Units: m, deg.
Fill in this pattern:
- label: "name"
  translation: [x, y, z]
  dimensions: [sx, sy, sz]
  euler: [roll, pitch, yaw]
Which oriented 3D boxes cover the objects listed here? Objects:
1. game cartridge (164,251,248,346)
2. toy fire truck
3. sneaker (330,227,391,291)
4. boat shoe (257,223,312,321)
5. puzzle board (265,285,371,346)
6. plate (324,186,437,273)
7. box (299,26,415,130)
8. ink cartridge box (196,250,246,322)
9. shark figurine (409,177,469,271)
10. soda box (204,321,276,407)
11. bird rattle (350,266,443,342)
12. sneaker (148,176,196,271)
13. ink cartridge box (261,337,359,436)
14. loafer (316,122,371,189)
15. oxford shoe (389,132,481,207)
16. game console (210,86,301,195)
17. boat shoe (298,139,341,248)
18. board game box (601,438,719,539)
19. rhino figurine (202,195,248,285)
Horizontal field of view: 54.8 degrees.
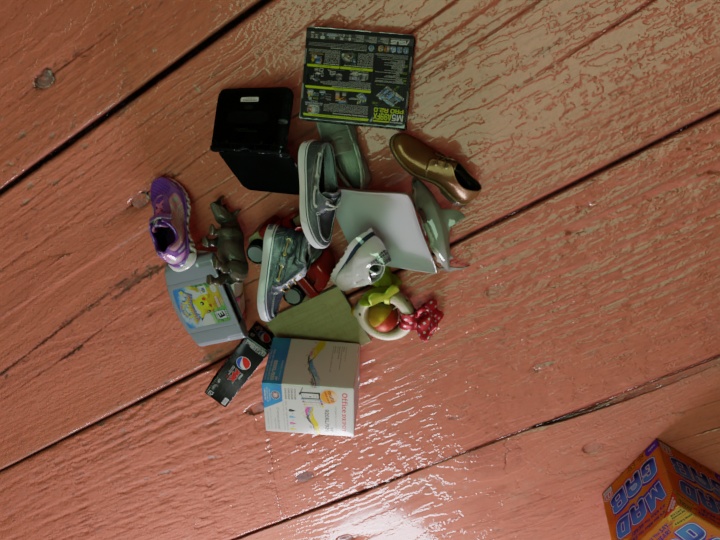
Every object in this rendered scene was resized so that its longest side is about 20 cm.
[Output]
- label: "game cartridge"
  translation: [-0.329, 0.065, 1.462]
  dimensions: [0.131, 0.041, 0.203]
  euler: [-11, 114, 20]
- label: "toy fire truck"
  translation: [-0.101, -0.057, 1.403]
  dimensions: [0.198, 0.129, 0.177]
  euler: [-31, 108, 32]
- label: "sneaker"
  translation: [0.000, 0.000, 1.366]
  dimensions: [0.081, 0.076, 0.201]
  euler: [46, 151, 8]
- label: "boat shoe"
  translation: [-0.146, 0.014, 1.344]
  dimensions: [0.089, 0.071, 0.204]
  euler: [11, 114, 7]
- label: "puzzle board"
  translation: [-0.094, 0.130, 1.538]
  dimensions: [0.197, 0.017, 0.152]
  euler: [-24, 110, 21]
- label: "plate"
  translation: [0.043, -0.085, 1.327]
  dimensions: [0.197, 0.033, 0.201]
  euler: [10, 141, 35]
- label: "box"
  translation: [-0.006, -0.344, 1.247]
  dimensions: [0.195, 0.044, 0.164]
  euler: [6, 98, 7]
- label: "ink cartridge box"
  translation: [-0.315, 0.037, 1.503]
  dimensions: [0.114, 0.068, 0.204]
  euler: [5, 118, 8]
- label: "shark figurine"
  translation: [0.165, -0.074, 1.336]
  dimensions: [0.088, 0.129, 0.217]
  euler: [-22, 112, 6]
- label: "soda box"
  translation: [-0.273, 0.215, 1.579]
  dimensions: [0.063, 0.071, 0.201]
  euler: [36, 116, -8]
- label: "bird rattle"
  translation: [0.070, 0.083, 1.462]
  dimensions: [0.199, 0.114, 0.162]
  euler: [37, 129, -23]
- label: "sneaker"
  translation: [-0.390, -0.102, 1.395]
  dimensions: [0.079, 0.088, 0.204]
  euler: [-21, 73, 16]
- label: "ink cartridge box"
  translation: [-0.102, 0.253, 1.510]
  dimensions: [0.195, 0.146, 0.150]
  euler: [3, 125, 3]
- label: "loafer"
  translation: [-0.035, -0.238, 1.316]
  dimensions: [0.069, 0.070, 0.202]
  euler: [-22, 110, 17]
- label: "oxford shoe"
  translation: [0.144, -0.199, 1.292]
  dimensions: [0.198, 0.072, 0.071]
  euler: [32, 155, -14]
- label: "game console"
  translation: [-0.180, -0.245, 1.322]
  dimensions: [0.197, 0.115, 0.180]
  euler: [9, 91, 37]
- label: "boat shoe"
  translation: [-0.067, -0.136, 1.273]
  dimensions: [0.067, 0.071, 0.204]
  euler: [10, 111, 37]
- label: "board game box"
  translation: [0.675, 0.538, 1.494]
  dimensions: [0.198, 0.201, 0.202]
  euler: [29, 118, -5]
- label: "rhino figurine"
  translation: [-0.271, -0.062, 1.401]
  dimensions: [0.086, 0.204, 0.059]
  euler: [11, 148, -39]
